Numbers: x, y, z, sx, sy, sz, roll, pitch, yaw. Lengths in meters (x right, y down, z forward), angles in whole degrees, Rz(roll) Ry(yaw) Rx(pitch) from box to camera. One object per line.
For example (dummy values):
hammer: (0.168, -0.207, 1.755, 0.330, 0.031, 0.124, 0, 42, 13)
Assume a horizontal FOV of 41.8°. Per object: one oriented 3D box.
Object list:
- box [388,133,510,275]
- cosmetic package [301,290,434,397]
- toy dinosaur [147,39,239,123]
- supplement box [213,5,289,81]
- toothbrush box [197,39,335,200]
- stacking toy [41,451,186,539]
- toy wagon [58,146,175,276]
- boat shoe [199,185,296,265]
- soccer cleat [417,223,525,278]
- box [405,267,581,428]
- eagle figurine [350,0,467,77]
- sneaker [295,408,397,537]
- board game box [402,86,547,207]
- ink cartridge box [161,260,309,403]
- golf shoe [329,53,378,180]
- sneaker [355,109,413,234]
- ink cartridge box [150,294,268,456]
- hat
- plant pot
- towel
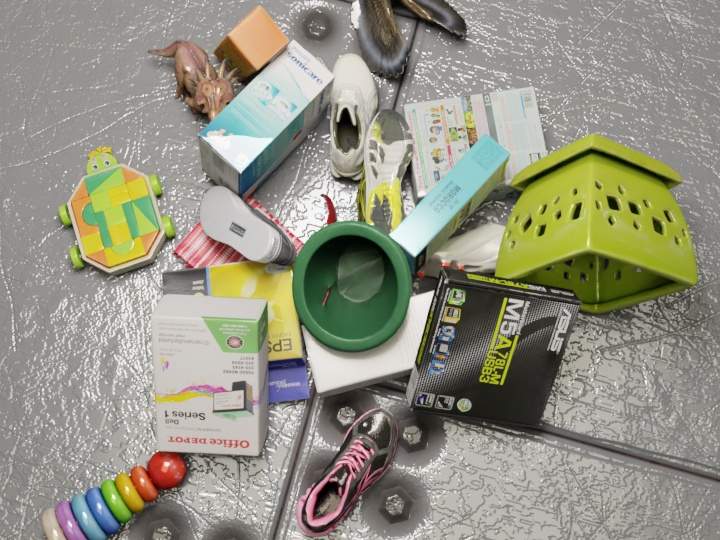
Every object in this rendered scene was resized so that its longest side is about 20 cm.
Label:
box: (0.122, -0.091, 1.303, 0.049, 0.082, 0.200, 41, 78, 13)
cosmetic package: (0.025, 0.105, 1.332, 0.198, 0.074, 0.103, -14, 76, 0)
toy dinosaur: (-0.238, -0.290, 1.396, 0.086, 0.136, 0.200, -40, 79, -8)
supplement box: (-0.161, -0.324, 1.368, 0.069, 0.200, 0.067, -43, 104, -5)
toothbrush box: (-0.135, -0.211, 1.360, 0.085, 0.146, 0.200, 40, 74, 3)
stacking toy: (-0.327, 0.314, 1.287, 0.199, 0.085, 0.086, -30, 78, -11)
toy wagon: (-0.369, -0.096, 1.401, 0.154, 0.040, 0.202, -19, 77, -4)
boat shoe: (-0.159, -0.060, 1.339, 0.199, 0.067, 0.072, 30, 96, 45)
soccer cleat: (0.161, -0.029, 1.369, 0.197, 0.069, 0.078, -2, 63, -2)
box: (0.176, 0.107, 1.269, 0.191, 0.048, 0.202, 11, 112, -9)
eagle figurine: (0.049, -0.413, 1.443, 0.151, 0.151, 0.201, -20, 111, 35)
sneaker: (-0.015, 0.274, 1.280, 0.079, 0.095, 0.201, 33, 78, 10)
board game box: (0.169, -0.180, 1.401, 0.197, 0.064, 0.149, -7, 76, -2)
ink cartridge box: (-0.178, 0.090, 1.334, 0.195, 0.047, 0.203, -8, 80, 5)
golf shoe: (-0.012, -0.240, 1.402, 0.077, 0.097, 0.202, -2, 75, 2)
sneaker: (0.023, -0.134, 1.373, 0.074, 0.084, 0.203, 10, 81, -23)
ink cartridge box: (-0.200, 0.142, 1.271, 0.143, 0.084, 0.202, 3, 110, 2)
hat: (0.000, 0.000, 1.335, 0.164, 0.176, 0.203, 4, 97, 9)
plant pot: (0.317, -0.064, 1.279, 0.198, 0.199, 0.184, 16, 68, -26)
towel: (-0.161, -0.016, 1.388, 0.200, 0.023, 0.145, 40, 80, 10)
